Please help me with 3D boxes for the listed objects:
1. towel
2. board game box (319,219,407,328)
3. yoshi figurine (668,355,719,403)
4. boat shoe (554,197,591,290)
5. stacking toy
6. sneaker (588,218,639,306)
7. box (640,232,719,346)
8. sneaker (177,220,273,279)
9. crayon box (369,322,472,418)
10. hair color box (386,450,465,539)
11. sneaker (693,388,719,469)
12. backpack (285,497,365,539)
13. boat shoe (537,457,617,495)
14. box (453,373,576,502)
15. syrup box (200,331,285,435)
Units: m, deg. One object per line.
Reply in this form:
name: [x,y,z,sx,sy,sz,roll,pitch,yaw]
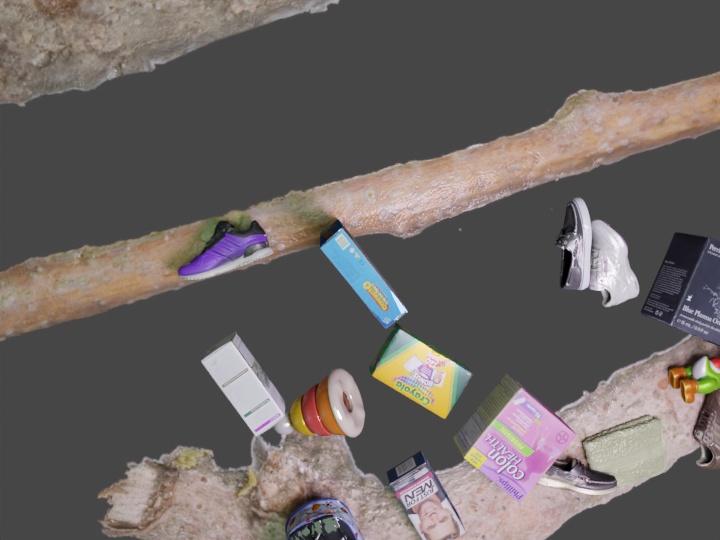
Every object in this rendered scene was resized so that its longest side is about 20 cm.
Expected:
towel: [0.628,0.435,1.343,0.196,0.037,0.151,-16,99,-2]
board game box: [0.000,0.000,1.136,0.056,0.196,0.201,-38,100,3]
yoshi figurine: [0.816,0.248,1.288,0.196,0.112,0.115,-17,71,8]
boat shoe: [0.455,-0.054,1.237,0.065,0.070,0.204,-8,107,-5]
stacking toy: [-0.101,0.308,1.231,0.197,0.146,0.148,-23,101,18]
sneaker: [0.536,-0.013,1.242,0.098,0.075,0.203,-27,100,-1]
box: [0.767,0.048,1.253,0.193,0.117,0.204,20,96,-8]
sneaker: [-0.287,-0.048,1.173,0.196,0.070,0.102,-19,94,-6]
crayon box: [0.132,0.220,1.252,0.198,0.058,0.120,31,95,-9]
hair color box: [0.150,0.530,1.303,0.099,0.061,0.202,-30,101,1]
sneaker: [0.824,0.375,1.333,0.074,0.070,0.205,-11,99,-2]
backpack: [-0.076,0.601,1.249,0.197,0.154,0.194,-24,109,-7]
boat shoe: [0.488,0.465,1.307,0.195,0.072,0.066,4,95,13]
box: [0.343,0.373,1.277,0.175,0.097,0.201,39,95,-10]
syrup box: [-0.245,0.240,1.212,0.081,0.079,0.202,-32,101,0]
